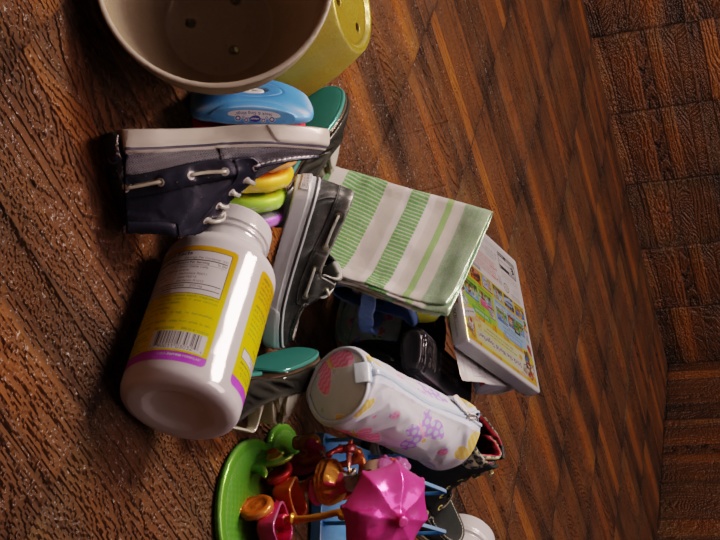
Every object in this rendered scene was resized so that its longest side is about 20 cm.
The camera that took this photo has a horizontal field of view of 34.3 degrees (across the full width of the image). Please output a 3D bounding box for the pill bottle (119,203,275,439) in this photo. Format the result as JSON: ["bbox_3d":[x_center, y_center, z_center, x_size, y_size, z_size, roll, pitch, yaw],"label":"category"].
[{"bbox_3d":[-0.134,0.039,1.020,0.104,0.104,0.200,61,32,-44],"label":"pill bottle"}]

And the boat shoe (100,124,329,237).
[{"bbox_3d":[-0.122,-0.079,1.013,0.075,0.199,0.093,-162,-111,-72],"label":"boat shoe"}]

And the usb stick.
[{"bbox_3d":[0.087,0.114,1.308,0.200,0.032,0.056,44,47,-62],"label":"usb stick"}]

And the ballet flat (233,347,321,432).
[{"bbox_3d":[-0.102,0.119,1.138,0.200,0.068,0.069,-8,102,-62],"label":"ballet flat"}]

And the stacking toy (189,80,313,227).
[{"bbox_3d":[-0.110,-0.078,1.134,0.110,0.116,0.201,-107,-160,-67],"label":"stacking toy"}]

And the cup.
[{"bbox_3d":[-0.127,-0.240,1.036,0.143,0.199,0.201,129,-42,-81],"label":"cup"}]

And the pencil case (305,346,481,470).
[{"bbox_3d":[0.038,0.144,1.196,0.200,0.091,0.083,28,62,-42],"label":"pencil case"}]

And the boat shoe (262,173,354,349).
[{"bbox_3d":[-0.053,0.001,1.176,0.072,0.071,0.201,-79,-176,-58],"label":"boat shoe"}]

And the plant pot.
[{"bbox_3d":[-0.073,-0.261,1.193,0.200,0.141,0.201,-6,90,-67],"label":"plant pot"}]

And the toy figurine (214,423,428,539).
[{"bbox_3d":[-0.018,0.223,1.151,0.200,0.183,0.151,-58,137,-57],"label":"toy figurine"}]

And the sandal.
[{"bbox_3d":[0.000,0.000,1.311,0.200,0.087,0.080,47,-19,38],"label":"sandal"}]

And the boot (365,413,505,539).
[{"bbox_3d":[0.115,0.262,1.446,0.204,0.153,0.074,57,36,-21],"label":"boot"}]

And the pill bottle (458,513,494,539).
[{"bbox_3d":[0.118,0.417,1.527,0.200,0.111,0.111,-62,140,-54],"label":"pill bottle"}]

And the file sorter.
[{"bbox_3d":[0.026,0.292,1.322,0.139,0.122,0.201,37,50,-61],"label":"file sorter"}]

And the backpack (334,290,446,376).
[{"bbox_3d":[0.040,0.065,1.409,0.167,0.126,0.201,75,21,-50],"label":"backpack"}]

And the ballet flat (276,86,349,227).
[{"bbox_3d":[-0.064,-0.120,1.272,0.200,0.068,0.069,-59,147,-41],"label":"ballet flat"}]

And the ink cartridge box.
[{"bbox_3d":[0.123,0.062,1.370,0.200,0.057,0.163,9,63,-57],"label":"ink cartridge box"}]

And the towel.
[{"bbox_3d":[0.027,-0.036,1.277,0.023,0.199,0.153,85,26,-56],"label":"towel"}]

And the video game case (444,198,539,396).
[{"bbox_3d":[0.147,0.035,1.360,0.200,0.023,0.183,36,40,-52],"label":"video game case"}]
